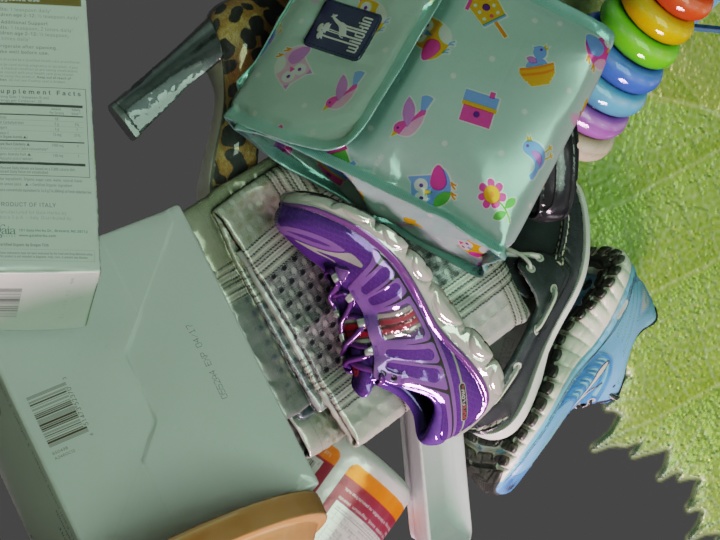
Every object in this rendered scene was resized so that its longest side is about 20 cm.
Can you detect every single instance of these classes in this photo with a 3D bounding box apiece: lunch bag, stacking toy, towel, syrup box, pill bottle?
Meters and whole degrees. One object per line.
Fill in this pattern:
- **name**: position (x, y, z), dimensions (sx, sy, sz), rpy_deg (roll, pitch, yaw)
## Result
- **lunch bag**: position (0.035, -0.117, 1.458), dimensions (0.200, 0.122, 0.171), rpy_deg (29, 81, -2)
- **stacking toy**: position (0.195, -0.168, 1.586), dimensions (0.085, 0.086, 0.200), rpy_deg (21, 128, -29)
- **towel**: position (0.000, 0.000, 1.513), dimensions (0.200, 0.035, 0.193), rpy_deg (-33, 105, -23)
- **syrup box**: position (-0.204, -0.071, 1.394), dimensions (0.081, 0.079, 0.200), rpy_deg (0, 64, -14)
- **pill bottle**: position (-0.064, 0.200, 1.553), dimensions (0.110, 0.110, 0.200), rpy_deg (42, 78, -27)

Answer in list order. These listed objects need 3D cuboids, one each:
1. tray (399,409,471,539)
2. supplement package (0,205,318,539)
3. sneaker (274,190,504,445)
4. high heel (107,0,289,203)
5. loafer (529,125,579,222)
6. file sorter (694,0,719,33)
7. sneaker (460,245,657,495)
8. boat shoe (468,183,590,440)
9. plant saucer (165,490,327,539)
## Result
- **tray**: position (0.047, 0.101, 1.610), dimensions (0.107, 0.022, 0.201), rpy_deg (-18, 104, -71)
- **supplement package**: position (-0.148, 0.090, 1.445), dimensions (0.155, 0.111, 0.200), rpy_deg (-22, 76, -23)
- **sneaker**: position (0.011, 0.032, 1.463), dimensions (0.083, 0.081, 0.200), rpy_deg (-45, 107, -16)
- **high heel**: position (-0.055, -0.080, 1.533), dimensions (0.143, 0.071, 0.200), rpy_deg (-42, 107, -10)
- **loafer**: position (0.099, -0.128, 1.557), dimensions (0.070, 0.068, 0.201), rpy_deg (-14, 95, -22)
- **file sorter**: position (0.251, -0.281, 1.633), dimensions (0.139, 0.123, 0.200), rpy_deg (-42, 115, -15)
- **sneaker**: position (0.154, 0.084, 1.670), dimensions (0.090, 0.078, 0.200), rpy_deg (41, 81, -32)
- **boat shoe**: position (0.109, 0.018, 1.617), dimensions (0.060, 0.075, 0.201), rpy_deg (37, 63, -59)
- **plant saucer**: position (-0.109, 0.193, 1.399), dimensions (0.200, 0.200, 0.032), rpy_deg (-21, 75, -23)
